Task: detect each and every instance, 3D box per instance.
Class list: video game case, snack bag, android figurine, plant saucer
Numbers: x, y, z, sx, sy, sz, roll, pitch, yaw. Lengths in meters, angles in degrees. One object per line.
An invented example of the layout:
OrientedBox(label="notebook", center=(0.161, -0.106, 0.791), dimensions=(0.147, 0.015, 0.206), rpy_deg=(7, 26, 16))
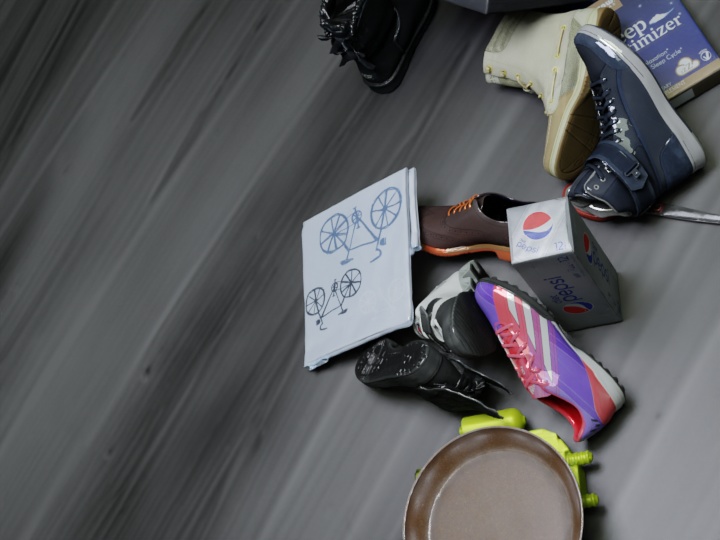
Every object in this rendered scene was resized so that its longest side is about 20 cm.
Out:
OrientedBox(label="video game case", center=(0.146, -0.340, 1.693), dimensions=(0.180, 0.199, 0.026), rpy_deg=(27, 121, 39))
OrientedBox(label="snack bag", center=(0.000, 0.000, 1.672), dimensions=(0.188, 0.021, 0.202), rpy_deg=(-25, 56, 40))
OrientedBox(label="android figurine", center=(0.154, 0.237, 1.522), dimensions=(0.198, 0.041, 0.184), rpy_deg=(-12, 63, 22))
OrientedBox(label="plant saucer", center=(0.138, 0.261, 1.477), dimensions=(0.198, 0.032, 0.202), rpy_deg=(-11, 64, 24))

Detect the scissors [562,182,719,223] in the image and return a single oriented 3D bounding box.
OrientedBox(label="scissors", center=(0.316, -0.065, 1.597), dimensions=(0.199, 0.014, 0.073), rpy_deg=(30, 80, 31))

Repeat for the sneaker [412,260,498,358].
OrientedBox(label="sneaker", center=(0.098, 0.059, 1.562), dimensions=(0.088, 0.200, 0.075), rpy_deg=(-30, 99, 16))

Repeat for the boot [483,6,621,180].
OrientedBox(label="boot", center=(0.209, -0.208, 1.669), dimensions=(0.154, 0.072, 0.202), rpy_deg=(11, 85, 41))

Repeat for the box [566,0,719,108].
OrientedBox(label="box", center=(0.324, -0.271, 1.673), dimensions=(0.120, 0.032, 0.201), rpy_deg=(-31, 58, 10))

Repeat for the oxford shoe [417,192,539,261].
OrientedBox(label="oxford shoe", center=(0.126, -0.061, 1.635), dimensions=(0.198, 0.073, 0.071), rpy_deg=(5, 43, 24))

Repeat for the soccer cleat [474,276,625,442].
OrientedBox(label="soccer cleat", center=(0.186, 0.091, 1.511), dimensions=(0.200, 0.068, 0.073), rpy_deg=(44, 72, 3))

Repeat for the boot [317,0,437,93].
OrientedBox(label="boot", center=(0.021, -0.330, 1.761), dimensions=(0.073, 0.162, 0.200), rpy_deg=(11, 73, 28))

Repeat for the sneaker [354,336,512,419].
OrientedBox(label="sneaker", center=(0.076, 0.121, 1.589), dimensions=(0.199, 0.104, 0.060), rpy_deg=(-7, 55, 64))

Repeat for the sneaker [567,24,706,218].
OrientedBox(label="sneaker", center=(0.263, -0.153, 1.564), dimensions=(0.146, 0.077, 0.203), rpy_deg=(-38, 91, -8))

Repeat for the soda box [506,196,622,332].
OrientedBox(label="soda box", center=(0.214, -0.003, 1.504), dimensions=(0.068, 0.200, 0.064), rpy_deg=(-12, 63, 21))
